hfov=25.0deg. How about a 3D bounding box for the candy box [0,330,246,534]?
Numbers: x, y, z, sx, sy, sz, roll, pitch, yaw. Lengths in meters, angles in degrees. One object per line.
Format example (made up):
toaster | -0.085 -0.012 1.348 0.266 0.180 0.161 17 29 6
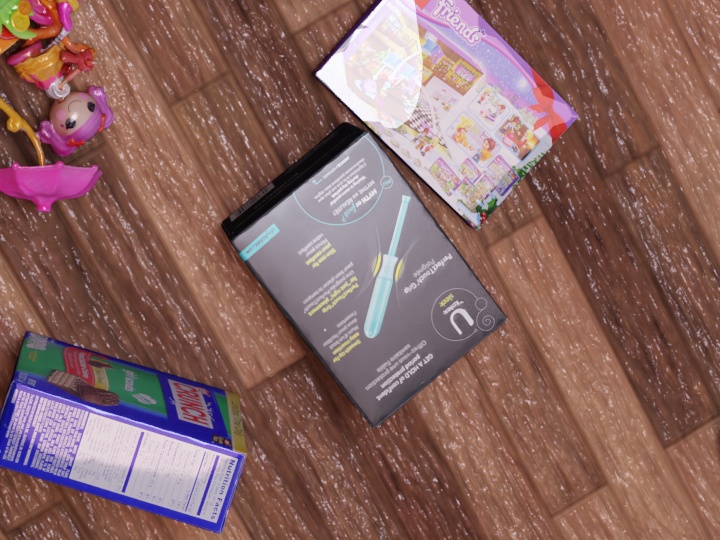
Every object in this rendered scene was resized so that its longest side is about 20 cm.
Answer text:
candy box | -0.199 0.131 1.352 0.198 0.169 0.078 19 99 -11

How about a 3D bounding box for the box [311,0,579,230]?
box | 0.074 -0.153 1.418 0.200 0.039 0.137 43 91 -11

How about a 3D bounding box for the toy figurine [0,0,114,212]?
toy figurine | -0.270 -0.148 1.344 0.200 0.149 0.185 -43 117 -25

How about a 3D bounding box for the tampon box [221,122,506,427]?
tampon box | 0.000 0.000 1.385 0.149 0.126 0.201 -38 102 -1
